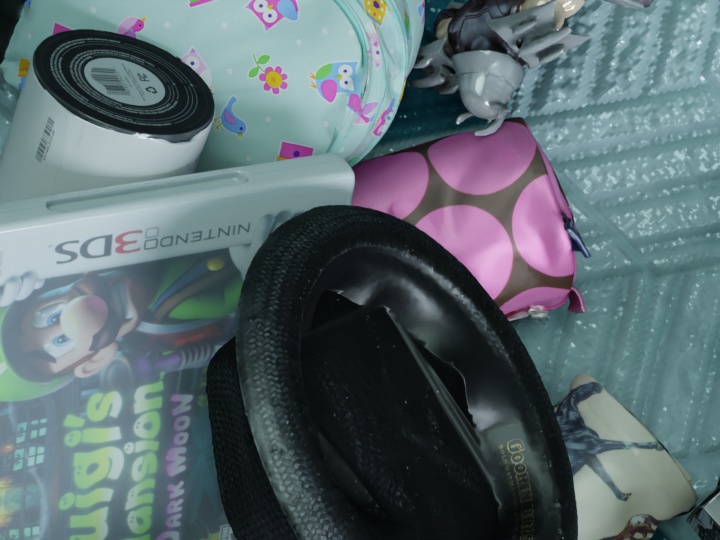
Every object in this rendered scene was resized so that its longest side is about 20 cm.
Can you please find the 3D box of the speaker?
[{"bbox_3d":[-0.128,0.002,1.075,0.081,0.081,0.200,26,122,6],"label":"speaker"}]

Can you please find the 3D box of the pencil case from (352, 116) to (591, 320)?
[{"bbox_3d":[0.000,0.000,1.138,0.200,0.091,0.094,-16,102,-2],"label":"pencil case"}]

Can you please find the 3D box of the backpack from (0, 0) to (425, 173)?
[{"bbox_3d":[-0.073,-0.116,1.118,0.200,0.167,0.127,26,33,0],"label":"backpack"}]

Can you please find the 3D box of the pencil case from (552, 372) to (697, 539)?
[{"bbox_3d":[0.062,0.135,1.107,0.200,0.089,0.078,-43,52,-10],"label":"pencil case"}]

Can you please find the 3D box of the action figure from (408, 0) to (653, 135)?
[{"bbox_3d":[0.089,-0.143,1.156,0.069,0.130,0.200,43,59,-35],"label":"action figure"}]

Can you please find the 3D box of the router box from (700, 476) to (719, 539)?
[{"bbox_3d":[0.217,0.161,1.107,0.150,0.062,0.200,19,77,4],"label":"router box"}]

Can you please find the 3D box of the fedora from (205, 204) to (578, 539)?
[{"bbox_3d":[-0.002,0.078,1.024,0.092,0.200,0.201,-27,73,38],"label":"fedora"}]

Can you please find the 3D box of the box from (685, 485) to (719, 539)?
[{"bbox_3d":[0.263,0.126,1.058,0.158,0.050,0.200,-40,81,-10],"label":"box"}]

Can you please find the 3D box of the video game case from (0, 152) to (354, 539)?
[{"bbox_3d":[-0.096,0.052,1.051,0.182,0.200,0.023,-10,37,-27],"label":"video game case"}]
